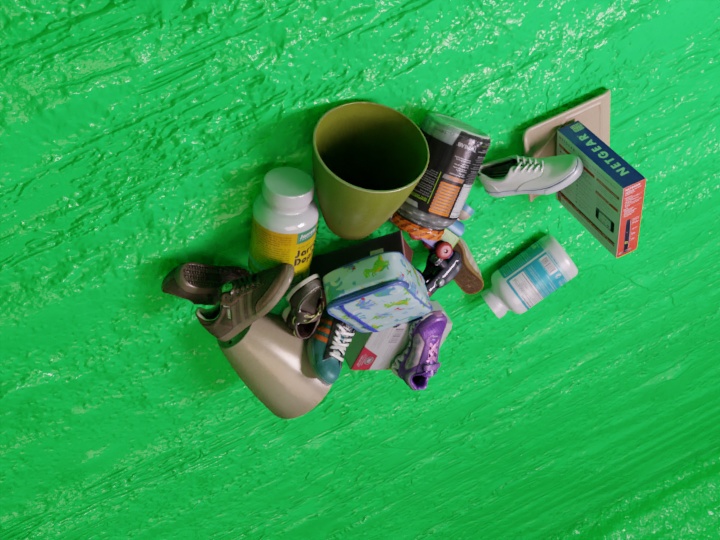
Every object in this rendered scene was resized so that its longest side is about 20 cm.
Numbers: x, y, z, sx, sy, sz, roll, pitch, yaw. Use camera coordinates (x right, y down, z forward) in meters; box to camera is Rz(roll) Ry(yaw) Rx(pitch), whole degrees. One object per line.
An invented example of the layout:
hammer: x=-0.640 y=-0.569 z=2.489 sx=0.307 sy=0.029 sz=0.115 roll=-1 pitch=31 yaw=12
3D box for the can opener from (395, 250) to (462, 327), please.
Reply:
can opener: x=0.126 y=0.036 z=1.559 sx=0.200 sy=0.063 sz=0.079 roll=-45 pitch=118 yaw=-11

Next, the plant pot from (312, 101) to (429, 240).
plant pot: x=-0.002 y=-0.144 z=1.326 sx=0.187 sy=0.187 sz=0.200 roll=-11 pitch=151 yaw=-20

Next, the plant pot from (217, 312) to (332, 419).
plant pot: x=-0.176 y=0.161 z=1.540 sx=0.187 sy=0.187 sz=0.200 roll=-39 pitch=128 yaw=12

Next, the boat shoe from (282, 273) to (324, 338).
boat shoe: x=-0.096 y=0.068 z=1.430 sx=0.072 sy=0.060 sz=0.200 roll=-27 pitch=165 yaw=-23

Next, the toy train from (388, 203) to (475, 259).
toy train: x=0.115 y=-0.118 z=1.489 sx=0.200 sy=0.085 sz=0.116 roll=33 pitch=95 yaw=-25

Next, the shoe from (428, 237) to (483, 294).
shoe: x=0.192 y=-0.028 z=1.636 sx=0.070 sy=0.053 sz=0.200 roll=-24 pitch=131 yaw=17

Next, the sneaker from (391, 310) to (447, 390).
sneaker: x=0.137 y=0.173 z=1.653 sx=0.080 sy=0.089 sz=0.200 roll=1 pitch=129 yaw=-30

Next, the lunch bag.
lunch bag: x=0.029 y=0.045 z=1.415 sx=0.161 sy=0.083 sz=0.200 roll=-18 pitch=156 yaw=15

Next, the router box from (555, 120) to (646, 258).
router box: x=0.441 y=-0.151 z=1.480 sx=0.049 sy=0.200 sz=0.180 roll=-25 pitch=139 yaw=-10

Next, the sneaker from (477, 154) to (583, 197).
sneaker: x=0.307 y=-0.180 z=1.468 sx=0.200 sy=0.073 sz=0.071 roll=-10 pitch=148 yaw=35

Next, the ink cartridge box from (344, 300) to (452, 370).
ink cartridge box: x=0.075 y=0.139 z=1.714 sx=0.200 sy=0.086 sz=0.148 roll=3 pitch=130 yaw=-34

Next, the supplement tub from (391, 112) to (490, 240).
supplement tub: x=0.133 y=-0.161 z=1.377 sx=0.122 sy=0.123 sz=0.200 roll=9 pitch=113 yaw=-36

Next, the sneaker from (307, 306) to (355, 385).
sneaker: x=-0.048 y=0.121 z=1.516 sx=0.080 sy=0.200 sz=0.071 roll=-29 pitch=133 yaw=32

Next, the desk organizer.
desk organizer: x=0.000 y=0.000 z=1.492 sx=0.200 sy=0.072 sz=0.077 roll=-17 pitch=146 yaw=16

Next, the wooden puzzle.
wooden puzzle: x=0.400 y=-0.244 z=1.546 sx=0.200 sy=0.037 sz=0.185 roll=-29 pitch=140 yaw=-7

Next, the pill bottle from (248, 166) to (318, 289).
pill bottle: x=-0.131 y=-0.072 z=1.355 sx=0.113 sy=0.113 sz=0.200 roll=-9 pitch=135 yaw=-22

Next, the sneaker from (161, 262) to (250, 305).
sneaker: x=-0.263 y=0.030 z=1.427 sx=0.075 sy=0.071 sz=0.200 roll=-22 pitch=151 yaw=36

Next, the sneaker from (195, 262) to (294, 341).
sneaker: x=-0.197 y=0.045 z=1.334 sx=0.076 sy=0.070 sz=0.200 roll=38 pitch=115 yaw=-24

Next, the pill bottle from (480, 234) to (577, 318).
pill bottle: x=0.364 y=0.019 z=1.735 sx=0.200 sy=0.111 sz=0.111 roll=-36 pitch=139 yaw=10

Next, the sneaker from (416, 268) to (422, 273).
sneaker: x=0.057 y=0.039 z=1.612 sx=0.200 sy=0.074 sz=0.082 roll=9 pitch=129 yaw=-35
